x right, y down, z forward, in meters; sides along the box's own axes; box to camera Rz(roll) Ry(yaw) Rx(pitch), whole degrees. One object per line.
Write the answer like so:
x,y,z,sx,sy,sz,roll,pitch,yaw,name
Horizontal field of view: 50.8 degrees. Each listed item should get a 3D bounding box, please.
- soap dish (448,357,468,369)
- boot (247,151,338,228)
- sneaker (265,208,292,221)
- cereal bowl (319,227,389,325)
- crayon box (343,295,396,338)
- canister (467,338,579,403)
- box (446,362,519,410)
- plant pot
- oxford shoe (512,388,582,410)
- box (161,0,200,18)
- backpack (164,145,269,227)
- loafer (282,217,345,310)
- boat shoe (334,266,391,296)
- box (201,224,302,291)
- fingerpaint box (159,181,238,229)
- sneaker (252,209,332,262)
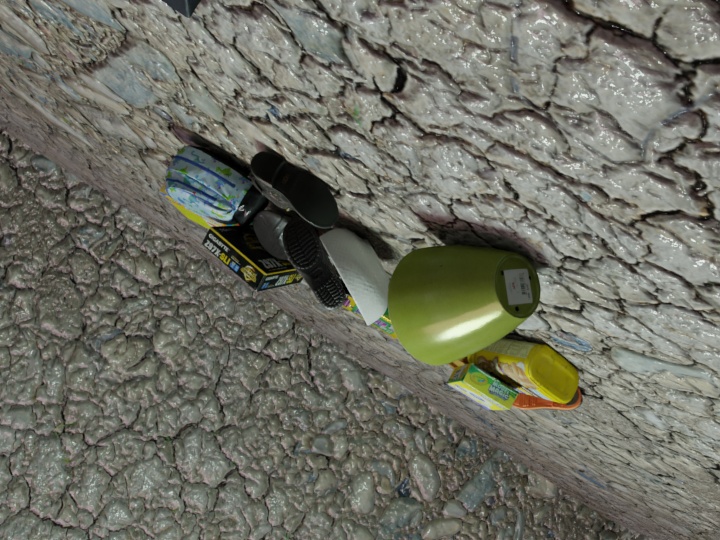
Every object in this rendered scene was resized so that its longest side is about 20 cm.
0.229,0.176,1.723,0.199,0.082,0.156,38,166,-28,soap dish
-0.125,-0.139,1.389,0.199,0.070,0.174,39,171,0,boot
-0.144,-0.071,1.688,0.197,0.076,0.081,28,159,12,sneaker
0.000,0.000,1.489,0.203,0.082,0.200,60,178,3,cereal bowl
0.045,0.098,1.921,0.170,0.059,0.200,30,168,-1,crayon box
0.332,0.199,1.555,0.148,0.088,0.199,36,166,-23,canister
0.257,0.246,1.597,0.116,0.049,0.200,32,167,2,box
0.170,0.038,1.147,0.186,0.190,0.199,35,152,-22,plant pot
0.393,0.281,1.684,0.196,0.073,0.073,6,163,26,oxford shoe
-0.193,-0.339,0.593,0.194,0.119,0.200,31,167,-4,box
-0.296,-0.169,1.533,0.200,0.154,0.163,43,174,-3,backpack
-0.092,-0.008,1.504,0.203,0.072,0.071,63,-178,10,loafer
-0.015,0.029,1.655,0.196,0.062,0.072,13,141,-2,boat shoe
-0.213,-0.031,1.579,0.159,0.050,0.199,40,-162,16,box
-0.375,-0.156,1.894,0.197,0.074,0.167,26,168,22,fingerpaint box
-0.142,-0.067,1.593,0.199,0.078,0.113,40,-163,-20,sneaker
